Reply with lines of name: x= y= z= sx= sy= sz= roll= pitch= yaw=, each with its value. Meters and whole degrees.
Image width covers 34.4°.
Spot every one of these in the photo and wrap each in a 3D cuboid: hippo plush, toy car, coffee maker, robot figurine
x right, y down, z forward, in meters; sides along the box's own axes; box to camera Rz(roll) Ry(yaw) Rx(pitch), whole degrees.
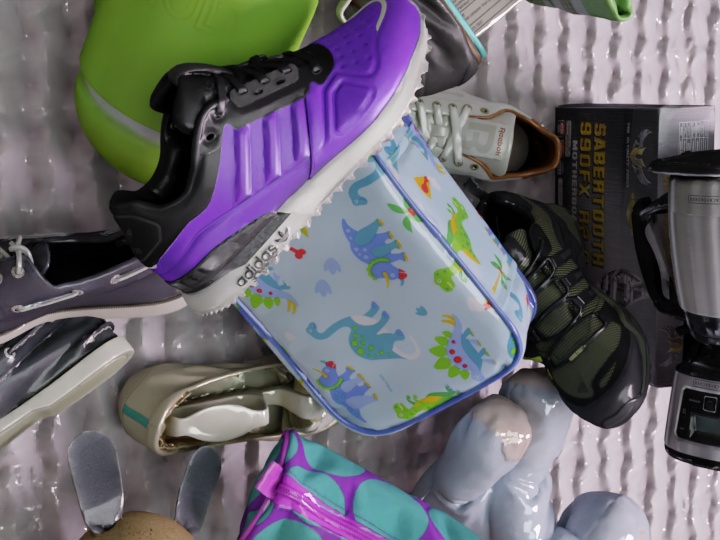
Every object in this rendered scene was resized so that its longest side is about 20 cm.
hippo plush: x=0.126 y=0.177 z=0.836 sx=0.200 sy=0.159 sz=0.161 roll=-37 pitch=72 yaw=-25
toy car: x=-0.149 y=0.201 z=0.711 sx=0.164 sy=0.158 sz=0.201 roll=15 pitch=81 yaw=-42
coffee maker: x=0.283 y=0.019 z=0.763 sx=0.192 sy=0.135 sz=0.201 roll=-7 pitch=101 yaw=-18
robot figurine: x=-0.098 y=-0.134 z=0.681 sx=0.116 sy=0.176 sz=0.200 roll=-4 pitch=131 yaw=-44

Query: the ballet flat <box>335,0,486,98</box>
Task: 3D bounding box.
ballet flat: x=0.007 y=-0.187 z=0.705 sx=0.068 sy=0.068 sz=0.200 roll=-34 pitch=115 yaw=1

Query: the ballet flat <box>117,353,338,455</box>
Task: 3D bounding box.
ballet flat: x=-0.064 y=0.091 z=0.793 sx=0.200 sy=0.069 sz=0.070 roll=-6 pitch=100 yaw=-31

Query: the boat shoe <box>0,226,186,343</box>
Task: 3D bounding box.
boat shoe: x=-0.191 y=-0.005 z=0.677 sx=0.199 sy=0.073 sz=0.063 roll=-7 pitch=141 yaw=-19

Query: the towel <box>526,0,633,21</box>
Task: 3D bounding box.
towel: x=0.104 y=-0.240 z=0.773 sx=0.031 sy=0.200 sz=0.149 roll=-39 pitch=116 yaw=-2

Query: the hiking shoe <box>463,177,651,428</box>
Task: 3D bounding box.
hiking shoe: x=0.122 y=0.022 z=0.792 sx=0.101 sy=0.200 sz=0.076 roll=19 pitch=124 yaw=-35

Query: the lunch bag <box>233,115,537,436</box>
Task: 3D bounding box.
lunch bag: x=0.000 y=0.000 z=0.740 sx=0.200 sy=0.161 sz=0.082 roll=50 pitch=29 yaw=-13

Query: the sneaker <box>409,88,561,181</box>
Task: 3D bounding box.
sneaker: x=0.059 y=-0.105 z=0.832 sx=0.200 sy=0.085 sz=0.073 roll=5 pitch=96 yaw=-31

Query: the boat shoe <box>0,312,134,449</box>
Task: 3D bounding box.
boat shoe: x=-0.235 y=0.079 z=0.688 sx=0.199 sy=0.075 sz=0.066 roll=-35 pitch=83 yaw=-16

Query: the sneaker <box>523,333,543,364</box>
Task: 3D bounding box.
sneaker: x=0.084 y=0.031 z=0.889 sx=0.200 sy=0.072 sz=0.083 roll=36 pitch=106 yaw=-31

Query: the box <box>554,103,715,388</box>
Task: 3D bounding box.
box: x=0.203 y=-0.026 z=0.885 sx=0.048 sy=0.158 sz=0.201 roll=-4 pitch=100 yaw=-16

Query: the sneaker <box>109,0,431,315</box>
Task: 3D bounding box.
sneaker: x=-0.050 y=-0.080 z=0.595 sx=0.099 sy=0.070 sz=0.200 roll=42 pitch=84 yaw=-29

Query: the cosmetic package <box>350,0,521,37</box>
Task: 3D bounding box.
cosmetic package: x=0.017 y=-0.243 z=0.776 sx=0.103 sy=0.087 sz=0.200 roll=-39 pitch=116 yaw=-7

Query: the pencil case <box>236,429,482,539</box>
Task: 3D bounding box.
pencil case: x=0.021 y=0.181 z=0.752 sx=0.200 sy=0.092 sz=0.085 roll=27 pitch=78 yaw=-1
